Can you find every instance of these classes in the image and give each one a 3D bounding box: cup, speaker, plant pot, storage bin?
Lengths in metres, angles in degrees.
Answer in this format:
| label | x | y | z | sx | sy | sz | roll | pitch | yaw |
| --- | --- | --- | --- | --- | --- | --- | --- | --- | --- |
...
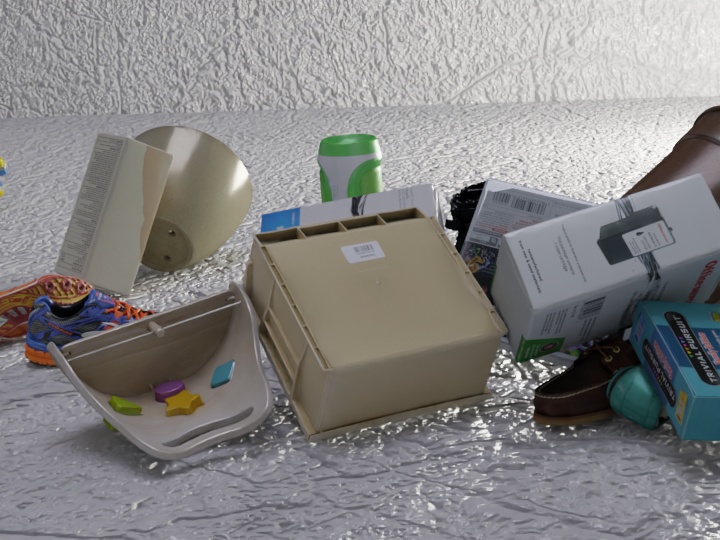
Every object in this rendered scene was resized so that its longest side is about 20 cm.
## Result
| label | x | y | z | sx | sy | sz | roll | pitch | yaw |
| --- | --- | --- | --- | --- | --- | --- | --- | --- | --- |
| cup | -0.266 | -0.083 | 1.961 | 0.198 | 0.202 | 0.144 | 0 | 40 | 14 |
| speaker | -0.009 | -0.068 | 1.748 | 0.087 | 0.202 | 0.089 | -4 | 14 | 1 |
| plant pot | 0.375 | -0.048 | 1.546 | 0.197 | 0.201 | 0.200 | -34 | 24 | -16 |
| storage bin | 0.009 | 0.043 | 1.348 | 0.198 | 0.094 | 0.199 | -10 | 47 | -24 |

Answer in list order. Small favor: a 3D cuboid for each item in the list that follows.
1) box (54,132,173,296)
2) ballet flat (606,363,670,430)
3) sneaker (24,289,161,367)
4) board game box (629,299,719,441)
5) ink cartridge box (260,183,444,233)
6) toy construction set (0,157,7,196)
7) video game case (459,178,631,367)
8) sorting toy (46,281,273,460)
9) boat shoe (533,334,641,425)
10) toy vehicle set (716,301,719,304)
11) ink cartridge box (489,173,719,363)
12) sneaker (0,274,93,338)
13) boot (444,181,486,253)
| label | x | y | z | sx | sy | sz | roll | pitch | yaw |
| --- | --- | --- | --- | --- | --- | --- | --- | --- | --- |
| box | -0.331 | -0.076 | 1.848 | 0.077 | 0.202 | 0.095 | 19 | -2 | -39 |
| ballet flat | 0.317 | 0.108 | 1.286 | 0.199 | 0.068 | 0.070 | -14 | 42 | -35 |
| sneaker | -0.287 | 0.061 | 1.568 | 0.198 | 0.079 | 0.075 | -5 | 15 | -5 |
| board game box | 0.355 | 0.089 | 1.212 | 0.198 | 0.047 | 0.151 | 3 | 30 | -10 |
| ink cartridge box | 0.000 | 0.000 | 1.519 | 0.198 | 0.146 | 0.084 | -11 | 31 | 5 |
| toy construction set | -0.743 | -0.153 | 2.499 | 0.198 | 0.093 | 0.131 | -4 | 37 | 33 |
| video game case | 0.199 | 0.006 | 1.441 | 0.198 | 0.183 | 0.023 | 15 | -22 | 17 |
| sorting toy | -0.170 | 0.115 | 1.303 | 0.198 | 0.108 | 0.180 | -19 | 29 | -20 |
| boat shoe | 0.243 | 0.094 | 1.321 | 0.199 | 0.071 | 0.070 | -15 | 19 | -34 |
| toy vehicle set | 0.455 | 0.021 | 1.635 | 0.198 | 0.027 | 0.124 | 4 | 16 | 27 |
| ink cartridge box | 0.230 | 0.000 | 1.280 | 0.198 | 0.084 | 0.147 | -17 | -22 | -7 |
| sneaker | -0.416 | 0.047 | 1.680 | 0.199 | 0.074 | 0.077 | -11 | 5 | -35 |
| boot | 0.158 | -0.023 | 1.601 | 0.073 | 0.164 | 0.198 | -7 | 11 | 22 |
